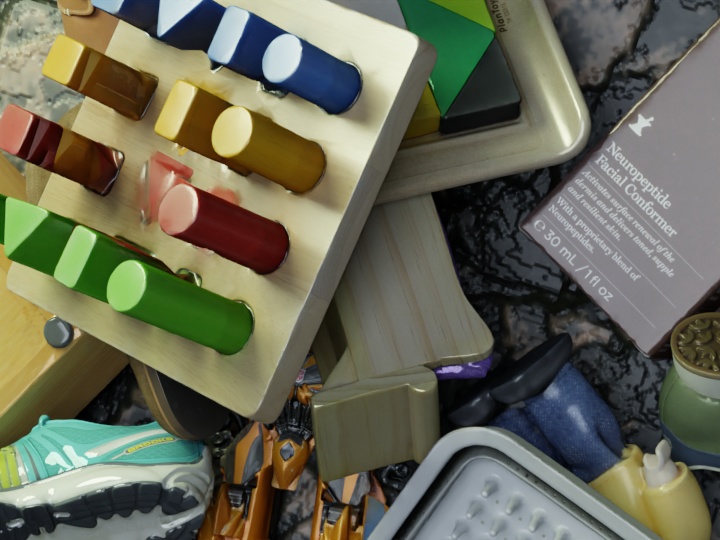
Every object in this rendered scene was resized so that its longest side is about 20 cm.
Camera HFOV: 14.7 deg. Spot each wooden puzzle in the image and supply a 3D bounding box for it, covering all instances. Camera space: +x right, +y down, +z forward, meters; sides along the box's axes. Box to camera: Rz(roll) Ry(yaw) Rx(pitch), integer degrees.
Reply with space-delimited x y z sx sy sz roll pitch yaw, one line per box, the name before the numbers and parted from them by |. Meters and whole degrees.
wooden puzzle | 0.000 -0.117 1.447 0.199 0.037 0.186 -15 59 -7

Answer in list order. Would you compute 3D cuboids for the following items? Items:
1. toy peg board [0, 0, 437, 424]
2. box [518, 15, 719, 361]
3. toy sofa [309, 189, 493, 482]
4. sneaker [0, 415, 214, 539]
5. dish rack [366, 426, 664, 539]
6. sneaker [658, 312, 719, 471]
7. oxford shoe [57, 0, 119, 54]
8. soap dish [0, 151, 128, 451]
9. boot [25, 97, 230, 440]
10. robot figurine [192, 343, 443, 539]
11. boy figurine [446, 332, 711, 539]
toy peg board | -0.097 -0.059 1.368 0.200 0.098 0.200 25 91 41
box | 0.188 -0.057 1.443 0.100 0.075 0.200 45 97 12
toy sofa | 0.000 0.000 1.445 0.097 0.083 0.201 -14 59 -7
sneaker | -0.174 0.120 1.480 0.199 0.080 0.078 -7 129 6
dish rack | 0.075 0.183 1.419 0.171 0.044 0.200 36 117 4
sneaker | 0.248 0.078 1.432 0.199 0.067 0.090 7 129 -4
oxford shoe | -0.142 -0.157 1.532 0.071 0.071 0.201 -16 86 12
soap dish | -0.236 0.045 1.544 0.200 0.081 0.157 -44 79 11
boot | -0.123 0.005 1.490 0.075 0.073 0.201 -29 68 31
robot figurine | -0.034 0.113 1.501 0.144 0.058 0.201 8 91 13
boy figurine | 0.126 0.134 1.445 0.124 0.064 0.201 -27 98 40
